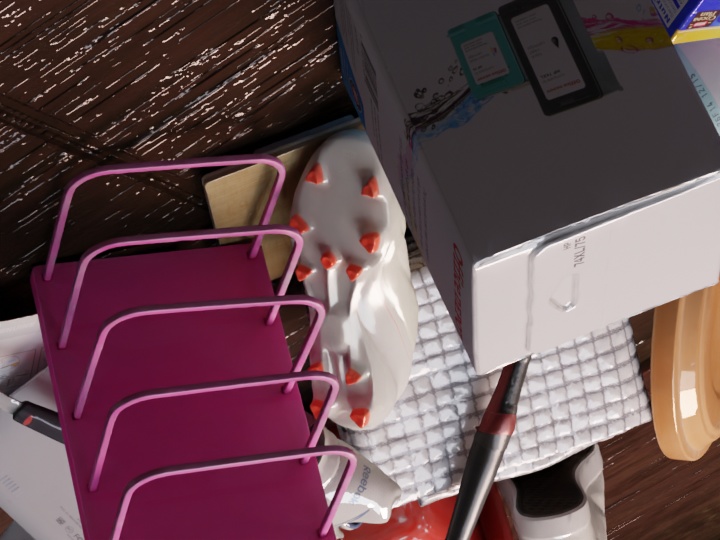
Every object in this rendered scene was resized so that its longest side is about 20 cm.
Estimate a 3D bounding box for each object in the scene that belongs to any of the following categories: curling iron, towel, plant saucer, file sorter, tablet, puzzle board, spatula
[{"bbox_3d":[0.074,0.093,1.770,0.049,0.026,0.200,11,113,2],"label":"curling iron"},{"bbox_3d":[0.070,0.049,1.810,0.200,0.086,0.166,-19,114,-9],"label":"towel"},{"bbox_3d":[0.230,0.025,1.875,0.032,0.201,0.200,6,164,20],"label":"plant saucer"},{"bbox_3d":[-0.092,0.050,1.594,0.139,0.200,0.125,-6,151,-17],"label":"file sorter"},{"bbox_3d":[-0.141,0.143,1.727,0.130,0.200,0.014,-36,-162,29],"label":"tablet"},{"bbox_3d":[0.006,-0.058,1.704,0.200,0.017,0.151,-21,155,-6],"label":"puzzle board"},{"bbox_3d":[-0.211,0.069,1.662,0.200,0.021,0.057,30,132,-17],"label":"spatula"}]

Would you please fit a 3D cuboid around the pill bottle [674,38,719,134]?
[{"bbox_3d":[0.129,-0.061,1.657,0.200,0.111,0.111,-32,156,-3],"label":"pill bottle"}]

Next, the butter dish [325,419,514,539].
[{"bbox_3d":[-0.014,0.168,1.993,0.200,0.200,0.148,-29,133,12],"label":"butter dish"}]

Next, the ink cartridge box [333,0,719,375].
[{"bbox_3d":[0.088,-0.078,1.507,0.146,0.200,0.147,-21,156,-6],"label":"ink cartridge box"}]

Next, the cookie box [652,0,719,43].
[{"bbox_3d":[0.258,-0.214,1.533,0.171,0.075,0.200,-11,154,-28],"label":"cookie box"}]

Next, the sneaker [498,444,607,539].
[{"bbox_3d":[0.135,0.176,1.986,0.073,0.085,0.200,-11,-167,10],"label":"sneaker"}]

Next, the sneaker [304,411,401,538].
[{"bbox_3d":[-0.047,0.139,1.782,0.087,0.075,0.200,30,165,-20],"label":"sneaker"}]

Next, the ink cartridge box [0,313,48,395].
[{"bbox_3d":[-0.176,0.062,1.767,0.162,0.057,0.200,-13,143,-22],"label":"ink cartridge box"}]

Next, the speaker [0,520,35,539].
[{"bbox_3d":[-0.141,0.131,1.774,0.081,0.081,0.200,3,139,-45],"label":"speaker"}]

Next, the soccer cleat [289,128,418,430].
[{"bbox_3d":[0.000,0.000,1.679,0.078,0.069,0.200,-46,143,-50],"label":"soccer cleat"}]

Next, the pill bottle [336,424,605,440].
[{"bbox_3d":[0.088,0.083,1.956,0.200,0.109,0.109,-4,150,-38],"label":"pill bottle"}]
